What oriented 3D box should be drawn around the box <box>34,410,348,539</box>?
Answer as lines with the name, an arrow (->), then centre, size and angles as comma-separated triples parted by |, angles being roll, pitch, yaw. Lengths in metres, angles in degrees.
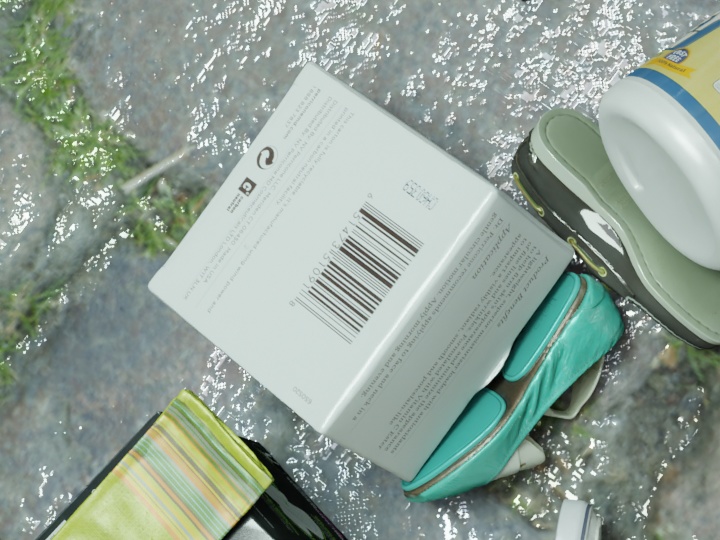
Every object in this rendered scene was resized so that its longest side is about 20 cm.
box -> -0.112, 0.197, 1.375 | 0.149, 0.200, 0.124 | -46, 70, 4

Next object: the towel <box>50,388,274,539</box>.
towel -> -0.148, 0.174, 1.275 | 0.086, 0.018, 0.200 | 43, 94, 20

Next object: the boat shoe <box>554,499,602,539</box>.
boat shoe -> 0.162, 0.254, 1.356 | 0.066, 0.072, 0.200 | -1, 80, 11

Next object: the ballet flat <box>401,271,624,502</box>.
ballet flat -> 0.114, 0.095, 1.400 | 0.070, 0.067, 0.200 | 38, 91, -19

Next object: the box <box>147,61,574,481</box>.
box -> 0.000, 0.000, 1.391 | 0.200, 0.131, 0.199 | 37, 91, 37

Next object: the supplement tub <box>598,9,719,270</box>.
supplement tub -> 0.273, -0.110, 1.335 | 0.200, 0.145, 0.145 | -35, 72, -11

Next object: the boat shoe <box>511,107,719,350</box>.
boat shoe -> 0.184, -0.021, 1.406 | 0.072, 0.061, 0.201 | -32, 78, -38
